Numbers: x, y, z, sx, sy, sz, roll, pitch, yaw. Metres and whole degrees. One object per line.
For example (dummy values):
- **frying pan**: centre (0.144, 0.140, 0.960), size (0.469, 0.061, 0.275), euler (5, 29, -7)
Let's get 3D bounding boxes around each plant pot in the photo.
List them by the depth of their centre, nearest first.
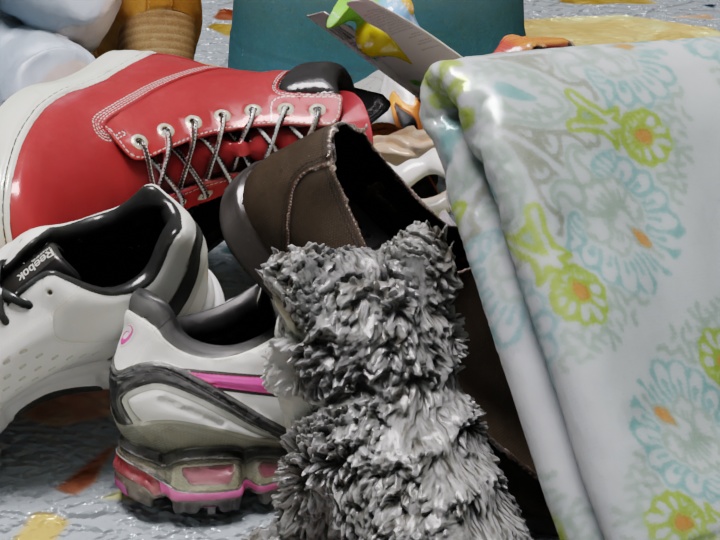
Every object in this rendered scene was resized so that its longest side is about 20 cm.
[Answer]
- **plant pot**: centre (0.011, -0.207, 1.430), size (0.199, 0.189, 0.200), euler (0, 21, 0)

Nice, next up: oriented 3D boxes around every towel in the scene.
- **towel**: centre (0.121, 0.010, 0.810), size (0.170, 0.201, 0.048), euler (-6, -18, -38)

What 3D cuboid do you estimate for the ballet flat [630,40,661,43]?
- **ballet flat**: centre (0.118, -0.086, 1.307), size (0.199, 0.072, 0.072), euler (-7, 21, -12)

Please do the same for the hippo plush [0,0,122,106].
- **hippo plush**: centre (-0.226, -0.107, 1.131), size (0.199, 0.160, 0.161), euler (32, -22, -9)

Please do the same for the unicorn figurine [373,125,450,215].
- **unicorn figurine**: centre (0.000, 0.000, 1.038), size (0.136, 0.074, 0.200), euler (-2, 28, 20)

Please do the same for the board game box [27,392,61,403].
- **board game box**: centre (-0.194, 0.027, 1.008), size (0.198, 0.039, 0.158), euler (-2, 35, -2)

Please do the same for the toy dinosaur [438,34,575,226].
- **toy dinosaur**: centre (0.114, -0.008, 0.870), size (0.181, 0.105, 0.200), euler (37, 5, -37)

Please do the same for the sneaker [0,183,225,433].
- **sneaker**: centre (-0.149, 0.024, 0.908), size (0.199, 0.080, 0.074), euler (-27, 59, -18)

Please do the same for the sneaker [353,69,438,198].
- **sneaker**: centre (-0.006, -0.045, 1.194), size (0.092, 0.076, 0.200), euler (-20, 19, 29)

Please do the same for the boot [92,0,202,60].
- **boot**: centre (-0.125, -0.134, 1.213), size (0.070, 0.145, 0.201), euler (1, -9, -19)

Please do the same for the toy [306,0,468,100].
- **toy**: centre (0.076, -0.090, 1.132), size (0.199, 0.047, 0.115), euler (30, -7, -15)

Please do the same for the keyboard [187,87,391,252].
- **keyboard**: centre (-0.077, -0.027, 1.117), size (0.200, 0.040, 0.104), euler (-38, 34, -26)

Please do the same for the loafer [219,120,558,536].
- **loafer**: centre (0.034, 0.022, 0.868), size (0.200, 0.071, 0.073), euler (41, 41, -3)

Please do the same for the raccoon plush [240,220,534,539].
- **raccoon plush**: centre (0.034, 0.066, 0.775), size (0.096, 0.135, 0.199), euler (-14, 25, -37)

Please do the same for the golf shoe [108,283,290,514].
- **golf shoe**: centre (-0.006, 0.036, 0.920), size (0.199, 0.093, 0.073), euler (-10, 20, -29)

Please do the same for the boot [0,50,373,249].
- **boot**: centre (-0.076, -0.050, 1.004), size (0.143, 0.073, 0.200), euler (4, 25, 19)
